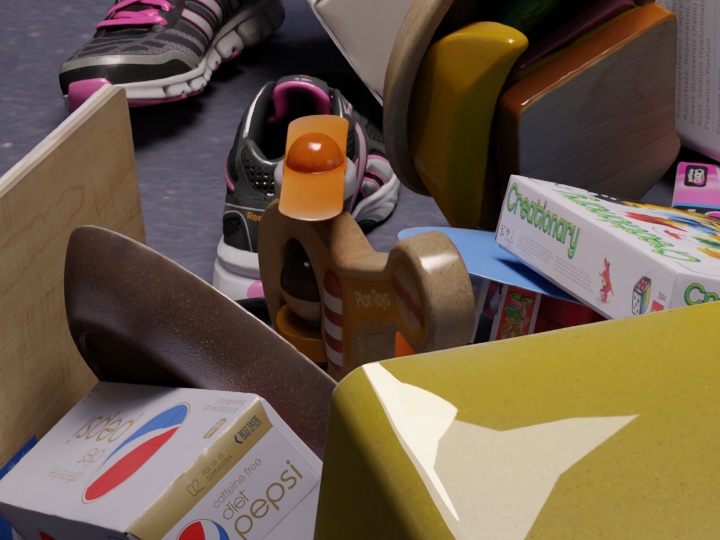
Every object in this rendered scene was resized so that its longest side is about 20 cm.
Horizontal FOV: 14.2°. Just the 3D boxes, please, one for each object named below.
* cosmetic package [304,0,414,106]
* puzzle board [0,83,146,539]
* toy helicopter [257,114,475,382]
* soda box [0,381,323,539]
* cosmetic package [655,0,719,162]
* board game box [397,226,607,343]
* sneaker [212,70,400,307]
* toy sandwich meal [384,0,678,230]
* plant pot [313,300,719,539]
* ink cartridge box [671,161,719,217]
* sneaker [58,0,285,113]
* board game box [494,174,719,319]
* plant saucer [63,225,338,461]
[{"bbox_3d":[-0.002,-0.164,1.503,0.073,0.104,0.200,-37,36,2],"label":"cosmetic package"},{"bbox_3d":[-0.134,0.032,1.158,0.017,0.152,0.200,6,28,22],"label":"puzzle board"},{"bbox_3d":[0.000,0.000,1.184,0.078,0.133,0.200,-11,3,-20],"label":"toy helicopter"},{"bbox_3d":[-0.070,0.086,1.042,0.068,0.064,0.200,-46,15,-15],"label":"soda box"},{"bbox_3d":[0.215,-0.158,1.470,0.167,0.167,0.200,-10,21,-27],"label":"cosmetic package"},{"bbox_3d":[0.109,0.025,1.248,0.199,0.039,0.158,15,9,13],"label":"board game box"},{"bbox_3d":[-0.022,-0.060,1.400,0.080,0.087,0.200,4,27,3],"label":"sneaker"},{"bbox_3d":[0.092,-0.095,1.345,0.205,0.206,0.070,-25,54,-39],"label":"toy sandwich meal"},{"bbox_3d":[0.103,0.145,0.921,0.199,0.201,0.177,-9,45,-18],"label":"plant pot"},{"bbox_3d":[0.244,-0.010,1.370,0.199,0.037,0.095,6,28,7],"label":"ink cartridge box"},{"bbox_3d":[-0.106,-0.145,1.543,0.073,0.088,0.200,-2,22,29],"label":"sneaker"},{"bbox_3d":[0.144,0.006,1.158,0.126,0.035,0.200,11,9,-18],"label":"board game box"},{"bbox_3d":[-0.042,0.060,1.100,0.200,0.200,0.032,27,70,40],"label":"plant saucer"}]
